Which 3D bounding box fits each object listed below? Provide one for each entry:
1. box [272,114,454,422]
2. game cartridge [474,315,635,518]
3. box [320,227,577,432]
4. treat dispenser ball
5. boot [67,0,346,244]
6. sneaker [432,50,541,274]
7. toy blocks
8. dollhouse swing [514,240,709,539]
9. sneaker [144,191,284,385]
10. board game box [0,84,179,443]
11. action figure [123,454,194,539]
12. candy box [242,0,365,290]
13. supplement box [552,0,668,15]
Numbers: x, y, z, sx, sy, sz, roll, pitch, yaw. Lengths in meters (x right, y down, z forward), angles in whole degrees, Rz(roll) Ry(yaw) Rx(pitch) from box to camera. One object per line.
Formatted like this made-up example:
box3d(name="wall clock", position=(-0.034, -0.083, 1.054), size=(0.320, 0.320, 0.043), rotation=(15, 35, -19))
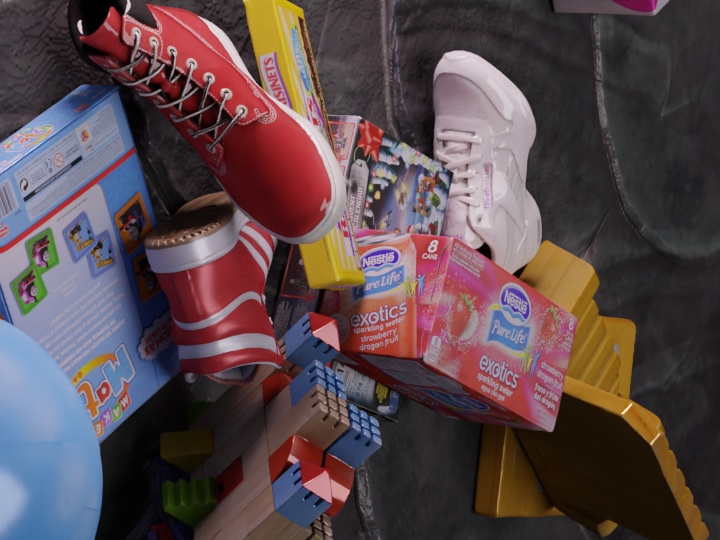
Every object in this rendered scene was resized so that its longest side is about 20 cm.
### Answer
box3d(name="box", position=(0.000, 0.000, 1.700), size=(0.137, 0.040, 0.200), rotation=(25, 74, -53))
box3d(name="game cartridge", position=(0.170, 0.123, 1.970), size=(0.200, 0.032, 0.177), rotation=(6, 90, -56))
box3d(name="box", position=(0.065, 0.045, 1.678), size=(0.200, 0.100, 0.096), rotation=(31, 70, -52))
box3d(name="treat dispenser ball", position=(-0.239, 0.115, 1.230), size=(0.201, 0.201, 0.201), rotation=(-12, 104, -54))
box3d(name="boot", position=(-0.102, -0.100, 1.421), size=(0.072, 0.200, 0.144), rotation=(-47, 151, 13))
box3d(name="sneaker", position=(0.092, -0.072, 1.789), size=(0.100, 0.075, 0.200), rotation=(-44, 129, -45))
box3d(name="toy blocks", position=(-0.047, 0.120, 1.481), size=(0.100, 0.137, 0.200), rotation=(34, 26, -27))
box3d(name="dollhouse swing", position=(0.219, 0.105, 1.866), size=(0.182, 0.176, 0.200), rotation=(-55, 134, -33))
box3d(name="sneaker", position=(-0.081, 0.009, 1.518), size=(0.200, 0.071, 0.113), rotation=(-41, 118, -68))
box3d(name="board game box", position=(-0.181, 0.006, 1.441), size=(0.151, 0.037, 0.200), rotation=(-43, 128, -45))
box3d(name="action figure", position=(-0.095, 0.232, 1.528), size=(0.193, 0.105, 0.200), rotation=(18, 36, -48))
box3d(name="candy box", position=(-0.037, -0.086, 1.565), size=(0.102, 0.026, 0.200), rotation=(0, 77, -77))
box3d(name="supplement box", position=(0.242, -0.305, 1.951), size=(0.200, 0.103, 0.101), rotation=(-44, 130, -41))
